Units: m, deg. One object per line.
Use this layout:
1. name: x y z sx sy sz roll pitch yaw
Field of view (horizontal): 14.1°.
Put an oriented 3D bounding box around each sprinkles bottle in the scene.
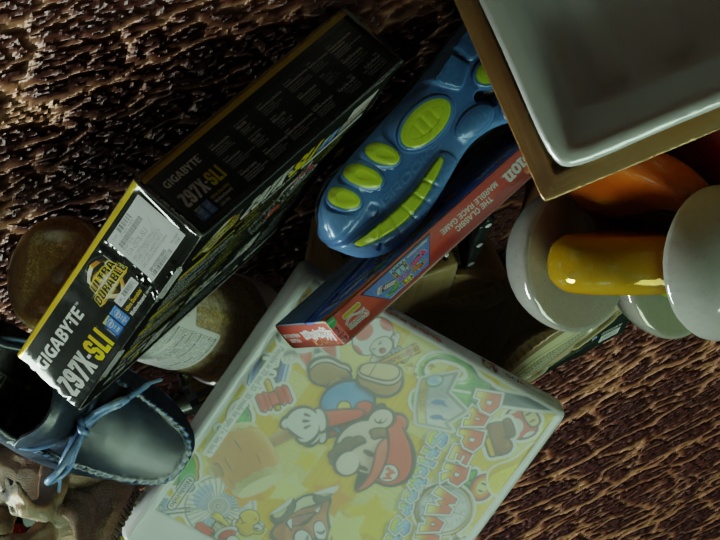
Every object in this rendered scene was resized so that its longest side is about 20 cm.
1. sprinkles bottle: -0.117 0.021 1.653 0.068 0.068 0.200 -35 154 19

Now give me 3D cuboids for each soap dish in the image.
1. soap dish: 0.152 -0.141 1.505 0.200 0.157 0.081 -23 172 -6

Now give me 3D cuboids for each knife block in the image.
1. knife block: 0.000 0.000 1.733 0.200 0.064 0.176 -38 152 25

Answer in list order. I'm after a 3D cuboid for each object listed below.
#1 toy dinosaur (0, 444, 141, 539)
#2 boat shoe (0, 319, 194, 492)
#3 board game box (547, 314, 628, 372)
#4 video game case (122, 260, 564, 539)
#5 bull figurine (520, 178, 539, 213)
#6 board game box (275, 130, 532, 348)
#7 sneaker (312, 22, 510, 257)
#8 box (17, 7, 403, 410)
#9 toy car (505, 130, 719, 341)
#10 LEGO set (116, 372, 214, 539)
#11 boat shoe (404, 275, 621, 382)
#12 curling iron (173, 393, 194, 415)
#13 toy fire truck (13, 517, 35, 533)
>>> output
1. toy dinosaur: -0.173 0.119 1.703 0.135 0.200 0.086 -9 121 -36
2. boat shoe: -0.180 0.077 1.594 0.200 0.069 0.084 20 97 -23
3. board game box: 0.104 0.042 1.915 0.200 0.028 0.135 -26 159 -23
4. video game case: -0.010 0.116 1.691 0.182 0.023 0.200 29 107 -18
5. bull figurine: 0.160 -0.090 1.702 0.121 0.065 0.200 -7 150 -25
6. board game box: 0.044 -0.029 1.593 0.200 0.019 0.103 -42 -172 -14
7. sneaker: 0.046 -0.088 1.584 0.200 0.071 0.083 -44 -164 -9
8. box: -0.077 -0.033 1.507 0.200 0.049 0.160 -44 173 -45
9. toy car: 0.189 -0.036 1.612 0.200 0.150 0.175 5 178 -42
10. LEGO set: -0.103 0.120 1.779 0.200 0.116 0.154 -24 -163 7
11. boat shoe: 0.078 0.046 1.739 0.200 0.072 0.065 -31 155 -1
12. curling iron: -0.026 0.062 1.873 0.200 0.026 0.050 -18 153 -16
13. toy fire truck: -0.250 0.246 1.802 0.129 0.200 0.176 -10 153 -10
